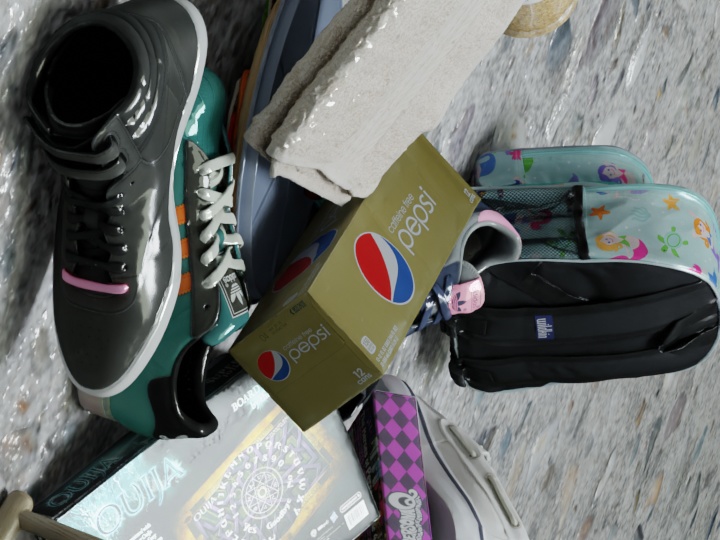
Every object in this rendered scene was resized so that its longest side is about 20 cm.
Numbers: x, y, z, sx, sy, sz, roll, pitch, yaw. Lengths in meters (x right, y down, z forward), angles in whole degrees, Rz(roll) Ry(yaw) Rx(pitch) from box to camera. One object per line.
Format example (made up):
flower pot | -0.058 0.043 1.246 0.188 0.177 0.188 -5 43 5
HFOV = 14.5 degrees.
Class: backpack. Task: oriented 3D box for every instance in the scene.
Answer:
backpack | 0.163 0.001 2.041 0.178 0.198 0.151 77 16 -56

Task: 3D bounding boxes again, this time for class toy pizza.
toy pizza | -0.049 -0.081 1.577 0.200 0.031 0.202 12 90 -81

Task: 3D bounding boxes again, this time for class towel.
towel | 0.027 -0.123 1.497 0.200 0.034 0.132 -53 158 7

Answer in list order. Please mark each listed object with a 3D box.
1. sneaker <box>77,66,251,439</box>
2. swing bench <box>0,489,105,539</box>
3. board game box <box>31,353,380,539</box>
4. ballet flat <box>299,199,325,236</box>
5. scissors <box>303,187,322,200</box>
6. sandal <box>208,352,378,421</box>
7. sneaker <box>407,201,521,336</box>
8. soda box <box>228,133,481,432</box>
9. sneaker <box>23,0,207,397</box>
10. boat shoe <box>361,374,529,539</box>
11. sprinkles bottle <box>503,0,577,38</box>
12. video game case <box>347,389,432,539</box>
sneaker | -0.087 -0.007 1.481 0.071 0.079 0.201 -25 131 -63
swing bench | -0.136 0.242 1.393 0.200 0.198 0.130 -52 153 -47
board game box | -0.082 0.134 1.556 0.200 0.028 0.136 -37 119 -34
ballet flat | -0.021 -0.010 1.689 0.068 0.068 0.201 -43 -158 35
scissors | -0.005 -0.103 1.690 0.200 0.014 0.074 -62 160 -65
sandal | -0.040 0.081 1.724 0.200 0.043 0.076 -13 129 -59
sneaker | 0.033 0.012 1.850 0.200 0.082 0.070 -49 152 -39
soda box | 0.000 0.000 1.576 0.068 0.064 0.200 -36 -167 33
sneaker | -0.130 -0.037 1.362 0.099 0.070 0.202 -3 104 -69
boat shoe | 0.055 0.132 1.824 0.200 0.065 0.072 -127 -135 -58
sprinkles bottle | 0.089 -0.202 1.623 0.200 0.068 0.069 70 41 -69
video game case | 0.000 0.208 1.787 0.182 0.036 0.201 117 -25 -46
